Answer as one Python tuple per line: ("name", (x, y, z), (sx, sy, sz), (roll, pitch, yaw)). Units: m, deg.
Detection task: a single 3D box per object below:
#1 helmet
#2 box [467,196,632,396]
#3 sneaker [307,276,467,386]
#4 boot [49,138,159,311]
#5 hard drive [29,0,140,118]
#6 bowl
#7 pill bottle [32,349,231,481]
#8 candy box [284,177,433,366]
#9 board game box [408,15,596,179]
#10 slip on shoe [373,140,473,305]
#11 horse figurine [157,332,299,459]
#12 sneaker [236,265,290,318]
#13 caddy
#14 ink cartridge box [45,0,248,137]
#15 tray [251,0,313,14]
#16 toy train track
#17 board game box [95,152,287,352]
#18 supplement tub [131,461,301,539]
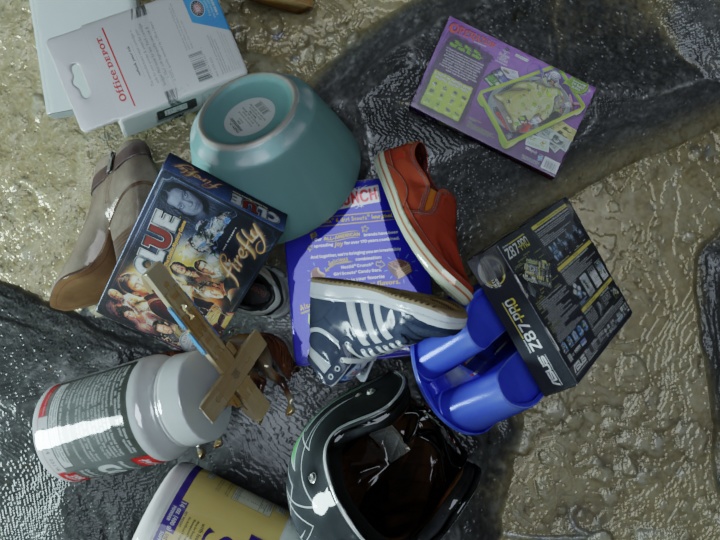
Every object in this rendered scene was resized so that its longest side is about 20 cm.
("helmet", (0.012, 0.224, 0.787), (0.190, 0.200, 0.201), (-41, 88, -10))
("box", (0.215, 0.020, 0.806), (0.049, 0.199, 0.163), (-29, 90, 41))
("sneaker", (0.020, 0.072, 0.751), (0.198, 0.069, 0.111), (10, 93, 42))
("boot", (-0.300, -0.056, 0.863), (0.198, 0.070, 0.149), (-26, 61, 28))
("hard drive", (-0.332, -0.299, 0.897), (0.129, 0.026, 0.204), (-10, 88, 0))
("bowl", (-0.106, -0.139, 0.803), (0.197, 0.106, 0.204), (-8, 52, 11))
("pill bottle", (-0.249, 0.159, 0.809), (0.197, 0.114, 0.116), (-17, 88, 21))
("candy box", (0.000, 0.000, 0.859), (0.165, 0.077, 0.205), (-5, 89, 2))
("board game box", (0.170, -0.207, 0.888), (0.197, 0.032, 0.122), (26, 93, 1))
("slip on shoe", (0.073, -0.055, 0.758), (0.061, 0.074, 0.203), (-29, 58, 14))
("horse figurine", (-0.153, 0.128, 0.858), (0.198, 0.050, 0.135), (-28, 70, 17))
("sneaker", (-0.173, 0.000, 0.861), (0.196, 0.080, 0.075), (18, 91, 3))
("caddy", (0.135, 0.089, 0.804), (0.104, 0.199, 0.143), (-33, 86, 41))
("ink cartridge box", (-0.243, -0.236, 0.851), (0.197, 0.067, 0.118), (-24, 90, -14))
("tray", (-0.104, -0.420, 0.870), (0.097, 0.037, 0.205), (2, 89, -36))
("toy train track", (-0.163, 0.078, 0.764), (0.032, 0.115, 0.202), (-14, 119, 38))
("board game box", (-0.181, -0.007, 0.774), (0.134, 0.035, 0.201), (26, 121, -15))
("supplement tub", (-0.145, 0.319, 0.816), (0.197, 0.145, 0.148), (25, 89, 2))
